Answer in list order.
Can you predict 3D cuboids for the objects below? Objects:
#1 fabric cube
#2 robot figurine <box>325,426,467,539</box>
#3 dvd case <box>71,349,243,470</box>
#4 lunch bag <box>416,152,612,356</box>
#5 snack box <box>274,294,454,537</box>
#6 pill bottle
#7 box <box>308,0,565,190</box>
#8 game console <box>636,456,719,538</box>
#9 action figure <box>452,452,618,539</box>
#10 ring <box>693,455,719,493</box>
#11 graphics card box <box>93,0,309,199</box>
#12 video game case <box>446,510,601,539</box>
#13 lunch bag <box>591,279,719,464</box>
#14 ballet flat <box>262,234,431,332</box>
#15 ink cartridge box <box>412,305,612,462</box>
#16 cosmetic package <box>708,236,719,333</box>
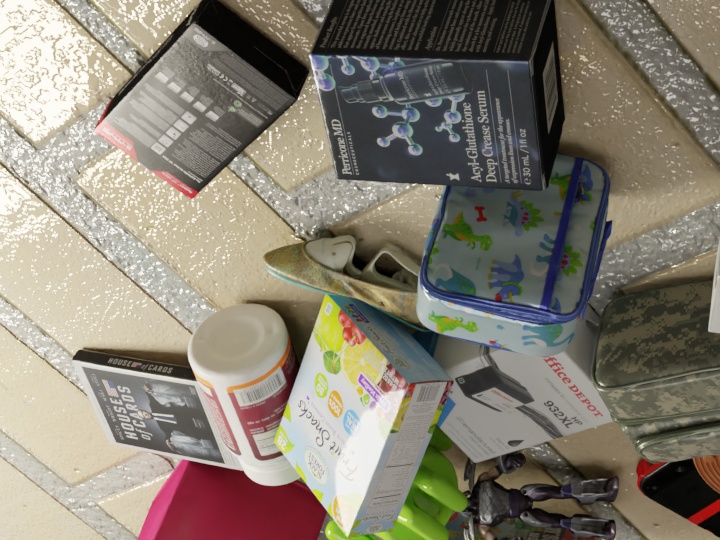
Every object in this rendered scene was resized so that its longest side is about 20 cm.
[{"bbox_3d":[-0.181,0.366,2.003,0.196,0.200,0.200,26,137,-8],"label":"fabric cube"},{"bbox_3d":[0.030,0.240,1.818,0.116,0.176,0.200,36,170,-39],"label":"robot figurine"},{"bbox_3d":[-0.238,0.167,1.922,0.199,0.025,0.151,7,134,26],"label":"dvd case"},{"bbox_3d":[0.145,-0.025,1.474,0.160,0.200,0.083,14,145,8],"label":"lunch bag"},{"bbox_3d":[-0.001,0.151,1.692,0.068,0.169,0.200,-2,123,-36],"label":"snack box"},{"bbox_3d":[-0.114,0.144,1.810,0.114,0.114,0.200,1,135,19],"label":"pill bottle"},{"bbox_3d":[0.072,-0.164,1.427,0.199,0.107,0.149,4,136,18],"label":"box"},{"bbox_3d":[0.420,0.226,1.763,0.177,0.031,0.200,29,137,-15],"label":"game console"},{"bbox_3d":[0.191,0.266,1.831,0.199,0.131,0.069,2,173,0],"label":"action figure"},{"bbox_3d":[0.451,0.201,1.690,0.200,0.019,0.201,8,136,8],"label":"ring"},{"bbox_3d":[-0.156,-0.164,1.554,0.125,0.051,0.200,36,137,-16],"label":"graphics card box"},{"bbox_3d":[0.175,0.322,1.869,0.199,0.143,0.018,7,114,14],"label":"video game case"},{"bbox_3d":[0.348,0.111,1.583,0.199,0.140,0.168,-13,130,27],"label":"lunch bag"},{"bbox_3d":[0.000,0.000,1.663,0.199,0.071,0.071,21,138,0],"label":"ballet flat"},{"bbox_3d":[0.165,0.109,1.691,0.200,0.084,0.145,-23,123,36],"label":"ink cartridge box"},{"bbox_3d":[0.425,0.008,1.470,0.199,0.113,0.081,9,136,14],"label":"cosmetic package"}]
